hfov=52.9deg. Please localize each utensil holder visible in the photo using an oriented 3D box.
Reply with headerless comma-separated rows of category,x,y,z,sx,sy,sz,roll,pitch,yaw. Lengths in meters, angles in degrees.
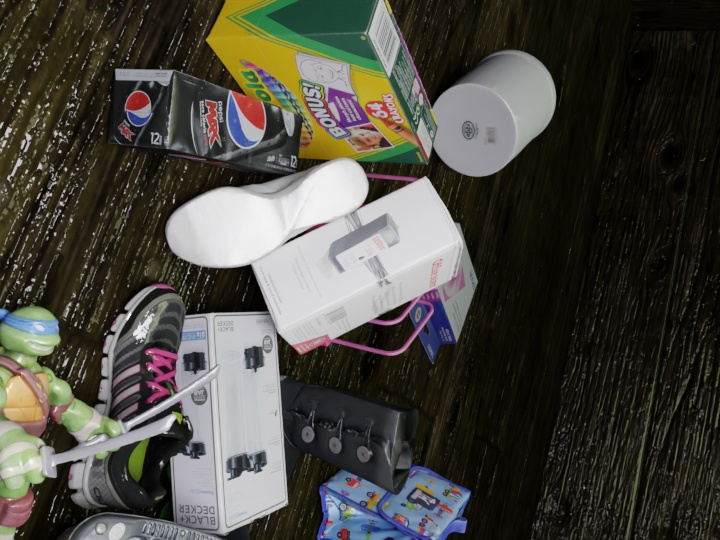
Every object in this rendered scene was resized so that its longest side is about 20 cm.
utensil holder,0.226,-0.271,1.247,0.200,0.169,0.171,-42,135,-48

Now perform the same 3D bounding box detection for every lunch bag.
lunch bag,0.059,0.351,1.059,0.150,0.198,0.095,-22,118,-60

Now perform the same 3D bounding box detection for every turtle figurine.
turtle figurine,-0.208,0.137,0.486,0.199,0.144,0.195,24,93,-25

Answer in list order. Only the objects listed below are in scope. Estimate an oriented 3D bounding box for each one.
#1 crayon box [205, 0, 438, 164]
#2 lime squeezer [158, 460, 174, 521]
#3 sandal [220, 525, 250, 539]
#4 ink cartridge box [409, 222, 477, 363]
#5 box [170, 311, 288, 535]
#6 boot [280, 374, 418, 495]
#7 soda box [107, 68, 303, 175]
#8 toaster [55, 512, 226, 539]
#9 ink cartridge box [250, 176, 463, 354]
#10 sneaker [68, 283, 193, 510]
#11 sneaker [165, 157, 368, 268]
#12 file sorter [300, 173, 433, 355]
crayon box,-0.031,-0.188,0.738,0.200,0.171,0.059,52,49,-55
lime squeezer,-0.192,0.213,0.709,0.070,0.038,0.202,17,82,-31
sandal,-0.168,0.304,0.688,0.043,0.076,0.200,-53,170,35
ink cartridge box,0.160,0.046,1.349,0.201,0.043,0.197,-68,152,-27
box,-0.131,0.143,0.715,0.116,0.060,0.202,3,81,-64
boot,-0.035,0.211,0.823,0.066,0.198,0.167,-24,120,-59
soda box,-0.132,-0.130,0.665,0.200,0.070,0.064,-2,99,-64
toaster,-0.170,0.268,0.587,0.199,0.129,0.115,25,60,-27
ink cartridge box,0.000,0.000,0.763,0.146,0.198,0.085,77,-12,-75
sneaker,-0.180,0.113,0.627,0.074,0.087,0.202,37,64,-61
sneaker,-0.093,-0.057,0.715,0.198,0.088,0.076,-18,102,-14
file sorter,0.017,-0.011,0.945,0.139,0.124,0.202,-47,138,-48
